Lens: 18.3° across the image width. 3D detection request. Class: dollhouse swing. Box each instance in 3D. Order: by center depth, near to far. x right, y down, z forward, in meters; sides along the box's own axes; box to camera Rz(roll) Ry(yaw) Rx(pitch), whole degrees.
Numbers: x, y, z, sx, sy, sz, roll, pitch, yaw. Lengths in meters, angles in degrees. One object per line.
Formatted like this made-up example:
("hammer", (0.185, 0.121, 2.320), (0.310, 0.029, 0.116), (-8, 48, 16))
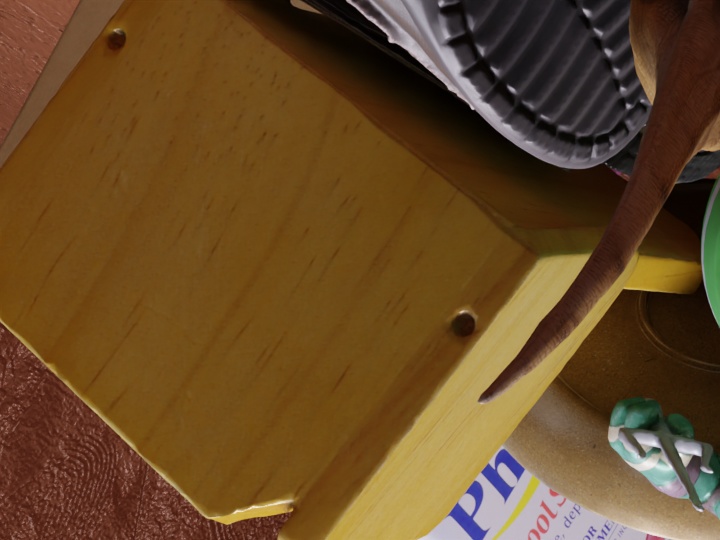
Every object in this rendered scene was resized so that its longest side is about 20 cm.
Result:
("dollhouse swing", (0.000, 0.000, 0.840), (0.200, 0.182, 0.176), (39, -176, 29))

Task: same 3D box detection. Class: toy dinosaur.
("toy dinosaur", (0.081, -0.050, 0.515), (0.060, 0.107, 0.200), (9, -159, 14))

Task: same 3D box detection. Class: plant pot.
("plant pot", (0.139, 0.024, 0.872), (0.200, 0.200, 0.028), (27, 139, 26))

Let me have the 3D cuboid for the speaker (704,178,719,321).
("speaker", (0.146, -0.017, 0.636), (0.088, 0.089, 0.200), (31, -164, 7))

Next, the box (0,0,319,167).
("box", (-0.076, -0.066, 0.997), (0.163, 0.201, 0.021), (27, 178, 28))

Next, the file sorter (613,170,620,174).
("file sorter", (0.180, 0.051, 0.983), (0.200, 0.126, 0.139), (29, 171, 27))

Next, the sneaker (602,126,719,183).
("sneaker", (0.055, -0.105, 0.819), (0.200, 0.077, 0.089), (38, -176, 0))

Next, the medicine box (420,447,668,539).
("medicine box", (0.095, 0.087, 1.221), (0.200, 0.183, 0.103), (37, 169, -29))

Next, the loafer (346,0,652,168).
("loafer", (0.016, -0.106, 0.609), (0.200, 0.073, 0.071), (44, 175, -33))

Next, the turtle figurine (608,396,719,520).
("turtle figurine", (0.159, 0.064, 0.746), (0.149, 0.200, 0.101), (1, 135, 14))

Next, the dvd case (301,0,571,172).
("dvd case", (0.006, -0.109, 0.882), (0.200, 0.016, 0.149), (34, -164, 1))
